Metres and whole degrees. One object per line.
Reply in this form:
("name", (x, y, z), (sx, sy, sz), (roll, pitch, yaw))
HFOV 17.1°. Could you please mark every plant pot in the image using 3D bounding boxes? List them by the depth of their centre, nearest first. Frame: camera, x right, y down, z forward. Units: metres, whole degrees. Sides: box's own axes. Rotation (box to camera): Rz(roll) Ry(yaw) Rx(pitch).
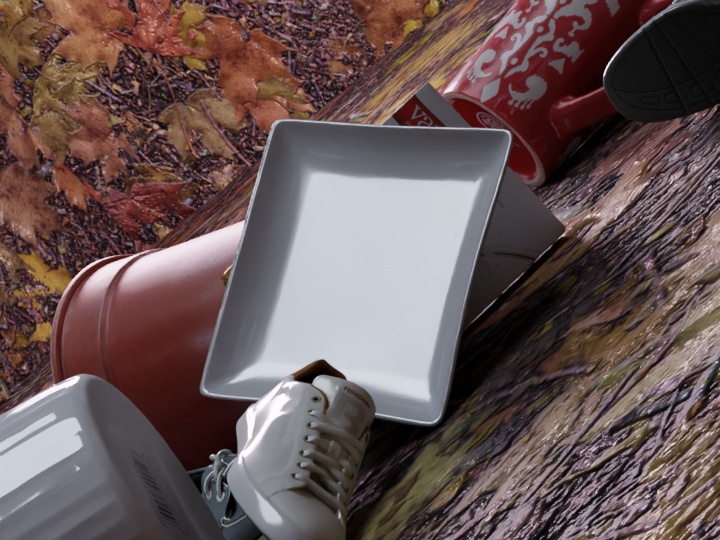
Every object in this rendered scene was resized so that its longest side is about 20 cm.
("plant pot", (-0.094, 0.053, 1.796), (0.195, 0.201, 0.201), (-24, 18, 41))

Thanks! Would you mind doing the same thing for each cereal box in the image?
("cereal box", (0.023, -0.011, 1.652), (0.200, 0.144, 0.040), (-44, 0, -8))

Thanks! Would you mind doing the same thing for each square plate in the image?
("square plate", (0.000, 0.000, 1.565), (0.199, 0.028, 0.199), (5, 74, 37))

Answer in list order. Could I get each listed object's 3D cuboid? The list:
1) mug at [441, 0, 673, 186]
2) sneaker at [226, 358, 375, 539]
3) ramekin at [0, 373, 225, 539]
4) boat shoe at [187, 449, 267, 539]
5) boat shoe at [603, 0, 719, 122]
("mug", (0.171, -0.177, 1.890), (0.200, 0.133, 0.177), (-48, 7, -14))
("sneaker", (-0.030, 0.108, 1.435), (0.085, 0.073, 0.200), (-46, 21, 11))
("ramekin", (-0.158, 0.160, 1.465), (0.098, 0.201, 0.200), (-33, 9, 6))
("boat shoe", (-0.092, 0.157, 1.617), (0.073, 0.062, 0.200), (-46, 8, -27))
("boat shoe", (0.257, -0.170, 1.634), (0.202, 0.075, 0.065), (-36, 3, 15))
